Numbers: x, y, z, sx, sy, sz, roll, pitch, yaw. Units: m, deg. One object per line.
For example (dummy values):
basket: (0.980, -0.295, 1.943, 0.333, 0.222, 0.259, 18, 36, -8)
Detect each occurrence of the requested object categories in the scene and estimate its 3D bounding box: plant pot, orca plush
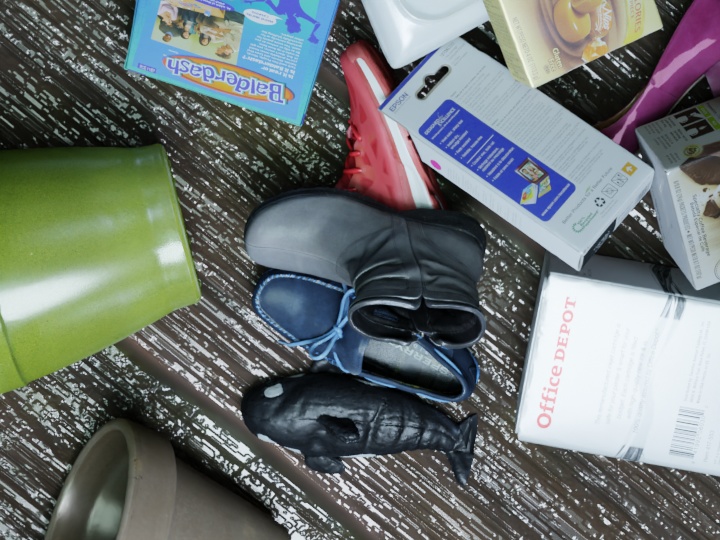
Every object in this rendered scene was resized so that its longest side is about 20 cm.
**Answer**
plant pot: (-0.154, 0.242, 1.818, 0.174, 0.201, 0.201, 21, 110, -21)
plant pot: (-0.231, -0.016, 1.734, 0.191, 0.200, 0.202, -15, 108, -3)
orca plush: (-0.003, 0.140, 1.820, 0.199, 0.071, 0.106, 23, 109, -4)

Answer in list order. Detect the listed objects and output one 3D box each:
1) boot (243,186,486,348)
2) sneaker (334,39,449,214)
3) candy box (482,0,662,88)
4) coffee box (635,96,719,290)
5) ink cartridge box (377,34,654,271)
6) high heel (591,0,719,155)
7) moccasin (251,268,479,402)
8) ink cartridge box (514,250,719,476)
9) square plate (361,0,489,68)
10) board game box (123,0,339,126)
boot: (0.000, 0.000, 1.680, 0.198, 0.132, 0.070, 2, 123, 7)
sneaker: (-0.004, -0.075, 1.745, 0.115, 0.078, 0.201, -20, 105, 9)
candy box: (0.137, -0.252, 1.642, 0.115, 0.055, 0.201, -25, 107, -7)
coffee box: (0.325, -0.082, 1.684, 0.199, 0.080, 0.114, -21, 121, -2)
ink cartridge box: (0.118, -0.093, 1.679, 0.200, 0.037, 0.095, 37, 68, 15)
high heel: (0.210, -0.143, 1.717, 0.199, 0.067, 0.097, -27, 100, 4)
moccasin: (0.007, 0.048, 1.788, 0.199, 0.068, 0.081, 19, 103, -2)
ink cartridge box: (0.234, 0.074, 1.773, 0.198, 0.086, 0.148, 11, 109, 2)
square plate: (0.073, -0.283, 1.666, 0.197, 0.028, 0.201, -27, 107, -4)
board game box: (-0.093, -0.203, 1.667, 0.151, 0.045, 0.200, 18, 147, -3)
